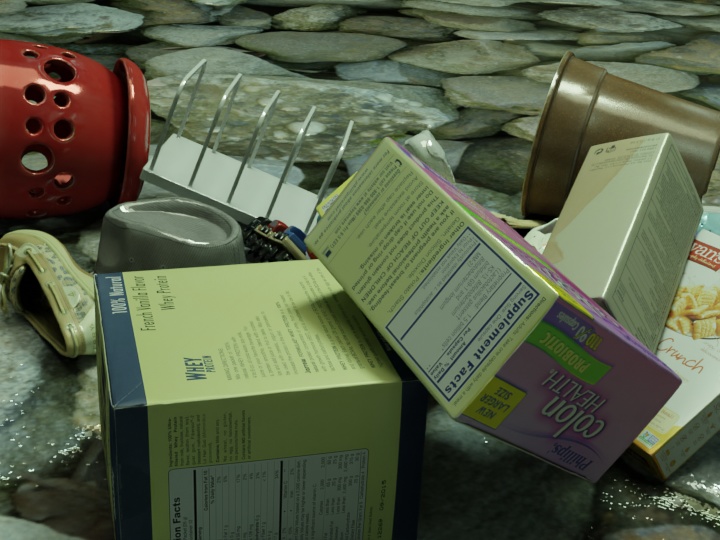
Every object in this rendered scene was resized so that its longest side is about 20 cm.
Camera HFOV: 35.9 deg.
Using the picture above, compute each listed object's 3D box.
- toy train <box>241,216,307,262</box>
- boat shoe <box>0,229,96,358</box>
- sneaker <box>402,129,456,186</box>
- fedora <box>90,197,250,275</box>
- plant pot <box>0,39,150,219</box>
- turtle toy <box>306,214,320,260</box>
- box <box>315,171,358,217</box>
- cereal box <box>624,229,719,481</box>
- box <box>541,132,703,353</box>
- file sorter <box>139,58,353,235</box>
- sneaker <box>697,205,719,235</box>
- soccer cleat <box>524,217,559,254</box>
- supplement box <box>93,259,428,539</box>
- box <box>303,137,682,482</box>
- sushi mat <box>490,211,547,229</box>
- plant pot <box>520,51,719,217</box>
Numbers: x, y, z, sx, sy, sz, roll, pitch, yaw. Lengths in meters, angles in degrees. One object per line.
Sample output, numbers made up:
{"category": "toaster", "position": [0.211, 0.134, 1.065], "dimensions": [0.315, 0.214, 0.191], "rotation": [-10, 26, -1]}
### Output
{"category": "toy train", "position": [-0.088, -0.029, 1.123], "dimensions": [0.046, 0.034, 0.200], "rotation": [-44, 18, -6]}
{"category": "boat shoe", "position": [-0.291, 0.018, 1.016], "dimensions": [0.063, 0.074, 0.200], "rotation": [-21, 34, -40]}
{"category": "sneaker", "position": [0.039, -0.085, 1.225], "dimensions": [0.099, 0.078, 0.200], "rotation": [-23, -13, -17]}
{"category": "fedora", "position": [-0.189, -0.016, 1.080], "dimensions": [0.199, 0.091, 0.177], "rotation": [15, 26, 27]}
{"category": "plant pot", "position": [-0.342, -0.155, 1.270], "dimensions": [0.181, 0.202, 0.200], "rotation": [3, 21, -23]}
{"category": "turtle toy", "position": [0.000, 0.000, 1.028], "dimensions": [0.101, 0.146, 0.200], "rotation": [-16, 19, 13]}
{"category": "box", "position": [0.048, 0.011, 0.928], "dimensions": [0.050, 0.200, 0.075], "rotation": [-42, 30, 4]}
{"category": "cereal box", "position": [0.261, 0.060, 0.894], "dimensions": [0.200, 0.040, 0.144], "rotation": [-40, 35, -10]}
{"category": "box", "position": [0.210, -0.012, 0.910], "dimensions": [0.077, 0.095, 0.200], "rotation": [-6, 39, 39]}
{"category": "file sorter", "position": [-0.122, -0.139, 1.257], "dimensions": [0.199, 0.125, 0.139], "rotation": [22, 23, -4]}
{"category": "sneaker", "position": [0.391, -0.015, 1.156], "dimensions": [0.199, 0.074, 0.082], "rotation": [22, 26, 38]}
{"category": "soccer cleat", "position": [0.154, 0.006, 0.974], "dimensions": [0.069, 0.078, 0.200], "rotation": [38, 22, -6]}
{"category": "supplement box", "position": [-0.079, 0.095, 0.780], "dimensions": [0.199, 0.135, 0.200], "rotation": [-4, 24, -16]}
{"category": "box", "position": [0.088, 0.027, 0.757], "dimensions": [0.176, 0.097, 0.200], "rotation": [30, 14, -45]}
{"category": "sushi mat", "position": [0.145, -0.059, 1.232], "dimensions": [0.095, 0.012, 0.200], "rotation": [12, 6, 21]}
{"category": "plant pot", "position": [0.310, -0.135, 1.296], "dimensions": [0.197, 0.201, 0.200], "rotation": [17, 26, 15]}
